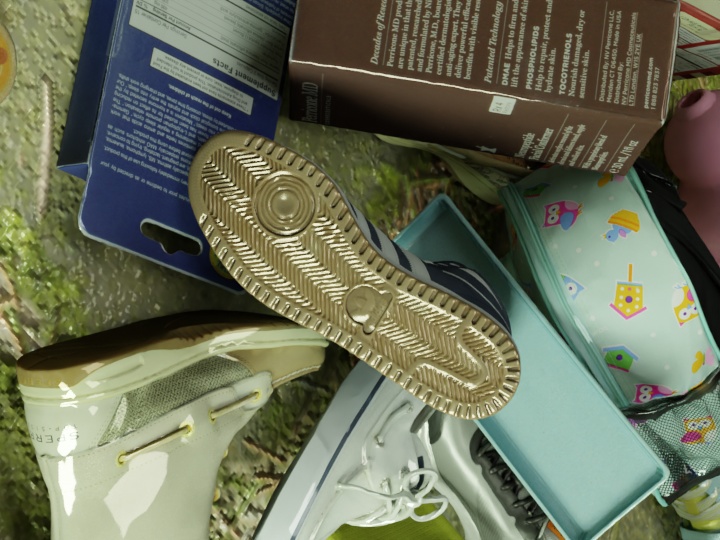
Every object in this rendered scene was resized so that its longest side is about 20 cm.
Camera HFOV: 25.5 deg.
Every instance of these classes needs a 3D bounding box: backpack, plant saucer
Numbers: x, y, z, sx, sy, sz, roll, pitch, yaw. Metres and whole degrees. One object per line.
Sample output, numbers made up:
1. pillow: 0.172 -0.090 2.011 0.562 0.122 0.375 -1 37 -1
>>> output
1. backpack: 0.151 0.026 0.967 0.177 0.152 0.201 -104 172 -51
2. plant saucer: 0.084 0.054 0.878 0.201 0.070 0.019 52 19 17

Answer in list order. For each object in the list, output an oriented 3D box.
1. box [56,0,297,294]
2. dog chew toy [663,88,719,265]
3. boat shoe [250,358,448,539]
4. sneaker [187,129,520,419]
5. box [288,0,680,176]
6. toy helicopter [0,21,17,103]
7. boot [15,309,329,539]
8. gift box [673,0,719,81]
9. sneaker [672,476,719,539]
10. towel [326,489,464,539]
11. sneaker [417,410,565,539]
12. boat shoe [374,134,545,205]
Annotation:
1. box: -0.091 -0.098 0.828 0.121 0.032 0.202 23 70 -44
2. dog chew toy: 0.296 -0.051 1.193 0.200 0.124 0.125 52 53 -22
3. boat shoe: 0.012 0.107 0.876 0.086 0.075 0.202 33 43 3
4. sneaker: 0.000 0.000 0.834 0.070 0.199 0.108 -52 177 9
5. box: 0.062 -0.112 0.855 0.100 0.198 0.076 98 3 -77
6. toy helicopter: -0.224 -0.109 0.655 0.199 0.078 0.134 28 69 -47
7. boot: -0.086 0.103 0.799 0.199 0.072 0.156 -11 101 -53
8. gift box: 0.201 -0.234 1.040 0.184 0.199 0.189 13 77 -51
9. sneaker: 0.250 0.166 1.157 0.199 0.079 0.132 7 82 -46
10. towel: 0.059 0.195 0.892 0.086 0.018 0.200 -16 55 -47
11. sneaker: 0.093 0.139 0.987 0.074 0.079 0.202 -34 112 -41
12. boat shoe: 0.062 -0.102 0.973 0.199 0.062 0.074 27 69 -43
